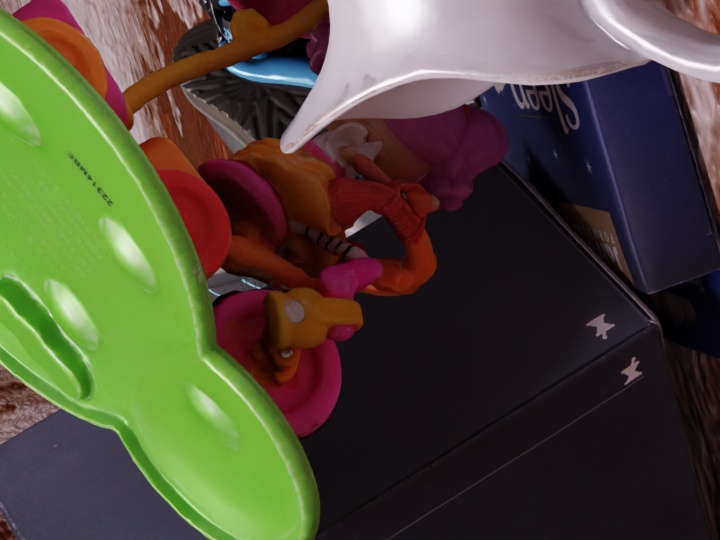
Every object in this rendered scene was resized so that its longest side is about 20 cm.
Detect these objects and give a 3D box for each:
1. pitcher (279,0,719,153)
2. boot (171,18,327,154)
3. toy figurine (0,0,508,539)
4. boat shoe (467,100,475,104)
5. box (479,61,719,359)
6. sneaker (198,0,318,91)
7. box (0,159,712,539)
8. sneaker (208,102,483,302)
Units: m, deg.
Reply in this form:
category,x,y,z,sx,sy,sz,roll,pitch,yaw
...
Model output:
category,x,y,z,sx,sy,sz,roll,pitch,yaw
pitcher,0.038,-0.138,0.649,0.171,0.121,0.200,-4,100,34
boot,-0.024,-0.014,1.288,0.182,0.072,0.200,-120,9,-51
toy figurine,-0.023,-0.044,0.771,0.200,0.184,0.150,50,149,1
boat shoe,0.012,-0.029,1.052,0.200,0.065,0.074,89,159,-57
box,0.066,-0.064,0.824,0.121,0.032,0.200,-158,49,-75
sneaker,-0.033,-0.113,0.956,0.200,0.082,0.073,24,135,50
box,0.007,0.095,0.850,0.104,0.200,0.182,49,165,42
sneaker,0.000,0.000,0.981,0.200,0.075,0.079,-16,113,46
